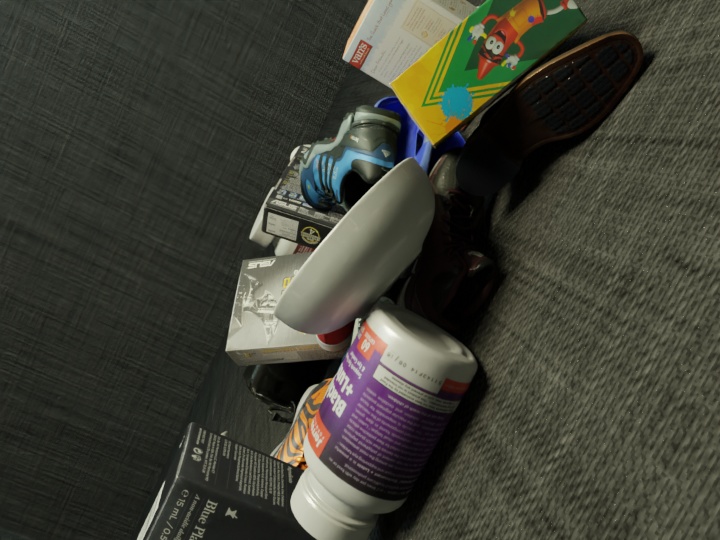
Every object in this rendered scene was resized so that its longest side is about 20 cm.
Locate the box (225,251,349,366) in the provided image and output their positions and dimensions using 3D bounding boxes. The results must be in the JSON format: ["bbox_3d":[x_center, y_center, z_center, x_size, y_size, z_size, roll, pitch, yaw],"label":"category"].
[{"bbox_3d":[-0.089,0.052,0.951,0.049,0.195,0.161,66,-157,-51],"label":"box"}]

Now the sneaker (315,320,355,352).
[{"bbox_3d":[0.000,0.000,0.854,0.202,0.070,0.113,-60,-17,-27],"label":"sneaker"}]

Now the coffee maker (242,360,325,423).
[{"bbox_3d":[-0.095,0.117,1.065,0.191,0.133,0.204,36,103,52],"label":"coffee maker"}]

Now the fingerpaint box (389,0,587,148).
[{"bbox_3d":[0.117,-0.203,0.649,0.166,0.074,0.200,-38,3,12],"label":"fingerpaint box"}]

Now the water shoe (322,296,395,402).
[{"bbox_3d":[0.005,0.132,0.778,0.079,0.070,0.203,96,-166,-62],"label":"water shoe"}]

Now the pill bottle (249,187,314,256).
[{"bbox_3d":[-0.073,-0.049,1.057,0.111,0.197,0.110,-56,16,26],"label":"pill bottle"}]

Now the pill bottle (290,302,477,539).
[{"bbox_3d":[0.014,0.143,0.592,0.203,0.109,0.112,-63,14,9],"label":"pill bottle"}]

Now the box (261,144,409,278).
[{"bbox_3d":[-0.014,-0.084,0.862,0.163,0.195,0.050,-71,-3,-47],"label":"box"}]

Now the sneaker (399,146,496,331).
[{"bbox_3d":[0.107,-0.030,0.650,0.115,0.074,0.205,179,105,-69],"label":"sneaker"}]

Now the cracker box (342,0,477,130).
[{"bbox_3d":[0.092,-0.293,0.855,0.134,0.197,0.059,-48,21,46],"label":"cracker box"}]

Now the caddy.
[{"bbox_3d":[0.066,-0.138,0.816,0.106,0.139,0.203,-56,17,41],"label":"caddy"}]

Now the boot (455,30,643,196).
[{"bbox_3d":[0.167,-0.162,0.605,0.199,0.074,0.098,-37,22,39],"label":"boot"}]

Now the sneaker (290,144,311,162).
[{"bbox_3d":[-0.021,-0.133,1.051,0.071,0.198,0.099,-54,26,4],"label":"sneaker"}]

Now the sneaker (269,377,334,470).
[{"bbox_3d":[-0.061,0.222,0.814,0.112,0.076,0.204,-43,26,59],"label":"sneaker"}]

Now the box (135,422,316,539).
[{"bbox_3d":[-0.144,0.312,0.714,0.200,0.196,0.118,-63,13,8],"label":"box"}]

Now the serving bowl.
[{"bbox_3d":[0.007,-0.010,0.621,0.201,0.066,0.200,-48,-5,-5],"label":"serving bowl"}]

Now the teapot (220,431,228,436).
[{"bbox_3d":[-0.193,0.372,0.913,0.201,0.143,0.200,-63,15,10],"label":"teapot"}]

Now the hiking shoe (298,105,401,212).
[{"bbox_3d":[-0.022,-0.101,0.719,0.200,0.073,0.089,144,132,-61],"label":"hiking shoe"}]
